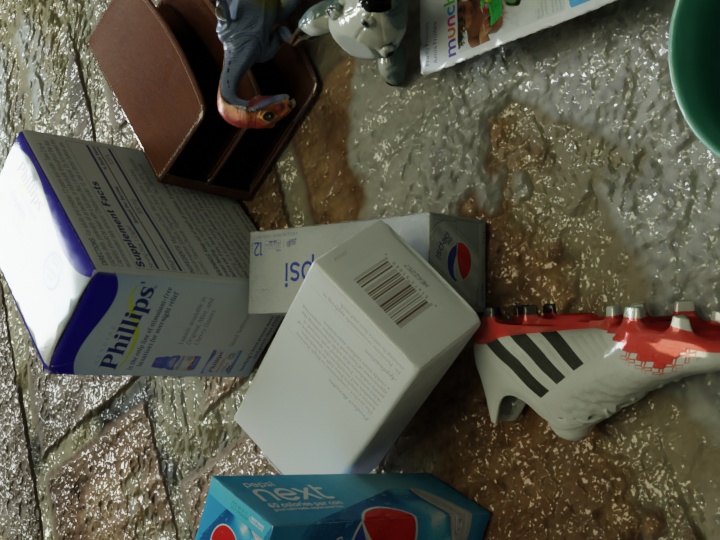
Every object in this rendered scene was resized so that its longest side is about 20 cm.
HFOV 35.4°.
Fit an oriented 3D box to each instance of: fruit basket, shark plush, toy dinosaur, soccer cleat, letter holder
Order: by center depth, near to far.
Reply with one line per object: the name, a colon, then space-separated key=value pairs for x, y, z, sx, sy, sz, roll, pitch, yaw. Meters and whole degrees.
soccer cleat: x=0.148 y=0.063 z=0.687 sx=0.199 sy=0.068 sz=0.086 roll=-2 pitch=91 yaw=50
fruit basket: x=0.096 y=-0.245 z=0.753 sx=0.199 sy=0.093 sz=0.186 roll=-8 pitch=79 yaw=48
shark plush: x=0.008 y=-0.202 z=0.804 sx=0.091 sy=0.200 sz=0.084 roll=30 pitch=89 yaw=3
toy dinosaur: x=-0.078 y=-0.200 z=0.936 sx=0.200 sy=0.104 sz=0.182 roll=176 pitch=113 yaw=-78
letter holder: x=-0.139 y=-0.186 z=0.998 sx=0.142 sy=0.100 sz=0.200 roll=-52 pitch=51 yaw=26

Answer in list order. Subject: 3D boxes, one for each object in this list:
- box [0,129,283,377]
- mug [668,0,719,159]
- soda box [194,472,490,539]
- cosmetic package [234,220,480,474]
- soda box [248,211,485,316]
box: x=-0.186 y=-0.010 z=0.947 sx=0.105 sy=0.199 sz=0.184 roll=-57 pitch=49 yaw=25
mug: x=0.251 y=-0.095 z=0.561 sx=0.152 sy=0.114 sz=0.186 roll=-18 pitch=72 yaw=43
soda box: x=-0.008 y=0.174 z=0.733 sx=0.068 sy=0.199 sz=0.065 roll=25 pitch=102 yaw=45
cosmetic package: x=-0.008 y=0.072 z=0.782 sx=0.102 sy=0.074 sz=0.200 roll=46 pitch=140 yaw=14
soda box: x=0.000 y=0.000 z=0.848 sx=0.199 sy=0.063 sz=0.069 roll=-5 pitch=83 yaw=46
